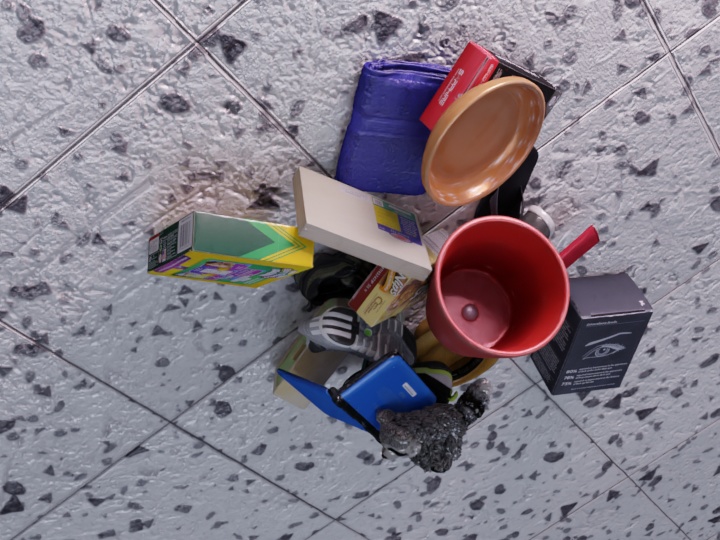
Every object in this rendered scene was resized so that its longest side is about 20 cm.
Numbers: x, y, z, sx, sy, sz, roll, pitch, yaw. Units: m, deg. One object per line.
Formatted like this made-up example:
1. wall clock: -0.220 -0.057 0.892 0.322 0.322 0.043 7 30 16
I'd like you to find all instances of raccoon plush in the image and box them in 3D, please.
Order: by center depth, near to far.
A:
1. raccoon plush: 0.105 0.215 1.494 0.201 0.096 0.134 -57 134 -19

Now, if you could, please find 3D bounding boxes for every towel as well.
1. towel: 0.050 -0.200 1.360 0.147 0.050 0.201 4 129 -16

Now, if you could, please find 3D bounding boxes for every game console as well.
1. game console: -0.002 0.179 1.506 0.170 0.119 0.200 -37 145 2

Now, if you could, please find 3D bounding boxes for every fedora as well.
1. fedora: 0.147 0.124 1.660 0.199 0.082 0.201 -10 142 -8

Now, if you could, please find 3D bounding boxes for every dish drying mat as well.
1. dish drying mat: 0.297 0.005 1.548 0.200 0.018 0.077 -41 162 5

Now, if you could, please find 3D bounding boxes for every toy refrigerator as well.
1. toy refrigerator: -0.067 0.123 1.571 0.070 0.076 0.200 29 118 -17

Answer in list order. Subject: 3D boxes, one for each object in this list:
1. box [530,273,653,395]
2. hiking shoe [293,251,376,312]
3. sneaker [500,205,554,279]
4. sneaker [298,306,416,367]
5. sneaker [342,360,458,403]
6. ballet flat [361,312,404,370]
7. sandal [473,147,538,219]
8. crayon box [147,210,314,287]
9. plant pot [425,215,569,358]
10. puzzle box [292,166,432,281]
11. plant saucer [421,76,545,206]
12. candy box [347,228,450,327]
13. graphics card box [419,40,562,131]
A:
1. box: 0.411 0.115 1.742 0.147 0.105 0.201 -3 131 -18
2. hiking shoe: 0.000 0.000 1.477 0.199 0.101 0.076 -27 134 4
3. sneaker: 0.255 -0.021 1.544 0.099 0.071 0.200 -43 157 -10
4. sneaker: -0.012 0.104 1.486 0.199 0.076 0.115 26 155 -39
5. sneaker: 0.060 0.204 1.599 0.199 0.083 0.072 -13 144 16
6. ballet flat: 0.040 0.119 1.618 0.070 0.071 0.201 -6 129 -17
7. sandal: 0.226 -0.108 1.510 0.076 0.043 0.201 -6 132 -17
8. crayon box: -0.181 -0.025 1.338 0.172 0.059 0.200 7 168 -28
9. plant pot: 0.182 0.042 1.418 0.199 0.202 0.177 -10 167 -13
10. puzzle box: 0.001 -0.064 1.344 0.199 0.133 0.025 21 123 -23
11. plant saucer: 0.157 -0.174 1.289 0.199 0.037 0.201 -27 145 -21
12. candy box: 0.073 0.008 1.472 0.116 0.055 0.200 -52 166 25
13. graphics card box: 0.182 -0.227 1.334 0.199 0.051 0.126 8 122 -49
